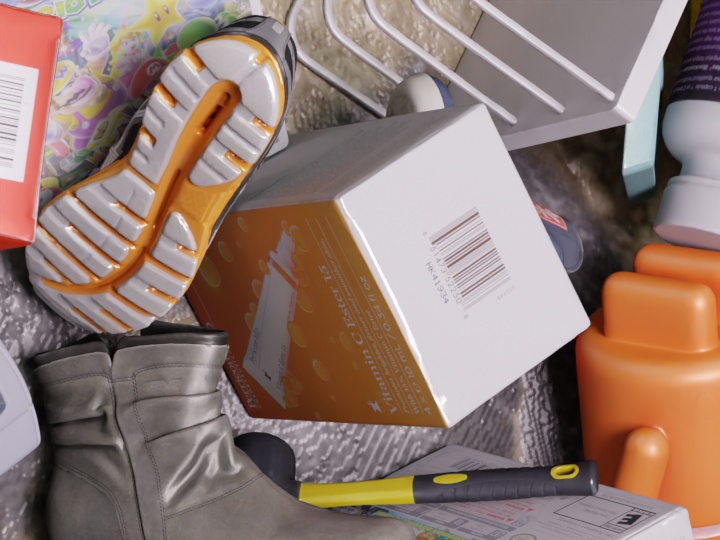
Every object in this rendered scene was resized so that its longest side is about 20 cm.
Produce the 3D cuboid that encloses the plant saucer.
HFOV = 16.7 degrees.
[{"bbox_3d":[0.155,-0.077,1.336,0.019,0.200,0.070,5,87,6],"label":"plant saucer"}]

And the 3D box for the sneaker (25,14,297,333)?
[{"bbox_3d":[-0.090,-0.045,1.184,0.078,0.200,0.077,40,32,-6],"label":"sneaker"}]

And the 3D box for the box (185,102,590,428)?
[{"bbox_3d":[0.000,0.000,1.220,0.097,0.200,0.125,-34,104,-27],"label":"box"}]

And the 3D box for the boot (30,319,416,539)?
[{"bbox_3d":[-0.070,0.090,1.194,0.068,0.199,0.131,-8,97,-73],"label":"boot"}]

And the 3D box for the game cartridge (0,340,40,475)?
[{"bbox_3d":[-0.222,0.062,1.096,0.133,0.041,0.200,-42,150,-7],"label":"game cartridge"}]

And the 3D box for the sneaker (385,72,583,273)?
[{"bbox_3d":[0.071,-0.029,1.299,0.084,0.075,0.200,-19,131,-6],"label":"sneaker"}]

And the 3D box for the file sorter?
[{"bbox_3d":[0.068,-0.154,1.274,0.124,0.200,0.139,33,72,-21],"label":"file sorter"}]

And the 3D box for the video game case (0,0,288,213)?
[{"bbox_3d":[-0.113,-0.106,1.178,0.143,0.018,0.200,-26,138,-14],"label":"video game case"}]

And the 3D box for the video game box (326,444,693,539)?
[{"bbox_3d":[0.039,0.155,1.236,0.182,0.200,0.047,-21,107,-30],"label":"video game box"}]

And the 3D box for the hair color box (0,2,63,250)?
[{"bbox_3d":[-0.205,-0.059,1.100,0.061,0.200,0.102,11,82,-30],"label":"hair color box"}]

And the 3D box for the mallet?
[{"bbox_3d":[0.021,0.105,1.254,0.199,0.066,0.041,-9,132,6],"label":"mallet"}]

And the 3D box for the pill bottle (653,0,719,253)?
[{"bbox_3d":[0.231,-0.103,1.349,0.111,0.111,0.200,25,80,-28],"label":"pill bottle"}]

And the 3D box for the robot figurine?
[{"bbox_3d":[0.179,0.088,1.360,0.116,0.144,0.201,-9,115,-2],"label":"robot figurine"}]

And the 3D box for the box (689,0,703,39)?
[{"bbox_3d":[0.239,-0.112,1.450,0.070,0.064,0.201,6,84,-30],"label":"box"}]
